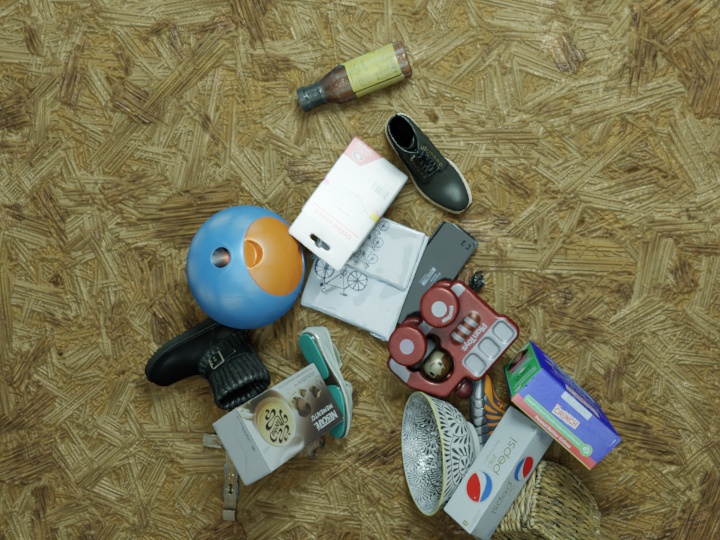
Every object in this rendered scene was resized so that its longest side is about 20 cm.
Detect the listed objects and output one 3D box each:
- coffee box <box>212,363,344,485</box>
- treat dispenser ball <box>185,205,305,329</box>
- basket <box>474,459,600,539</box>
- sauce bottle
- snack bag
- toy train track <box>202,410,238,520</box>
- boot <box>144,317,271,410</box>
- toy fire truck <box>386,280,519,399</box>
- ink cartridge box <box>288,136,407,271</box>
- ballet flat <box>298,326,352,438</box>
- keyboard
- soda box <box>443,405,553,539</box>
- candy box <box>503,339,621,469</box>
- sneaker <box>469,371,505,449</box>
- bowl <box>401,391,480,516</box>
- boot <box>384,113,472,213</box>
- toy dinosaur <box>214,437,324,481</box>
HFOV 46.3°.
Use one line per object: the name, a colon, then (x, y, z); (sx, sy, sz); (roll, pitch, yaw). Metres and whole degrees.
coffee box: (-0.131, 0.250, 1.392); (0.079, 0.199, 0.114); (-34, 84, 39)
treat dispenser ball: (-0.190, -0.005, 1.399); (0.196, 0.201, 0.206); (1, 97, 5)
basket: (0.296, 0.412, 1.432); (0.148, 0.145, 0.199); (-22, 129, 43)
sauce bottle: (-0.012, -0.322, 1.415); (0.196, 0.066, 0.067); (-19, 95, 5)
snack bag: (0.000, 0.000, 1.465); (0.185, 0.021, 0.204); (22, 97, 6)
toy train track: (-0.236, 0.358, 1.529); (0.112, 0.033, 0.205); (4, 98, 5)
boot: (-0.267, 0.180, 1.453); (0.209, 0.079, 0.160); (-33, 61, 8)
toy fire truck: (0.146, 0.123, 1.402); (0.167, 0.112, 0.201); (41, 101, 6)
ink cartridge box: (-0.024, -0.104, 1.409); (0.116, 0.068, 0.201); (37, 77, 0)
ballet flat: (-0.048, 0.190, 1.478); (0.068, 0.069, 0.204); (-18, 95, 7)
keyboard: (0.138, 0.025, 1.465); (0.126, 0.021, 0.201); (37, 99, 6)
soda box: (0.222, 0.325, 1.349); (0.068, 0.063, 0.202); (32, 87, 45)
candy box: (0.323, 0.214, 1.378); (0.169, 0.200, 0.077); (42, 98, -1)
sneaker: (0.249, 0.259, 1.461); (0.109, 0.078, 0.205); (-7, 105, 1)
bowl: (0.144, 0.304, 1.428); (0.092, 0.200, 0.206); (-2, 97, -17)
boot: (0.107, -0.172, 1.384); (0.077, 0.138, 0.200); (-44, 92, 8)
toy dinosaur: (-0.163, 0.280, 1.457); (0.136, 0.085, 0.200); (-50, 135, -6)
